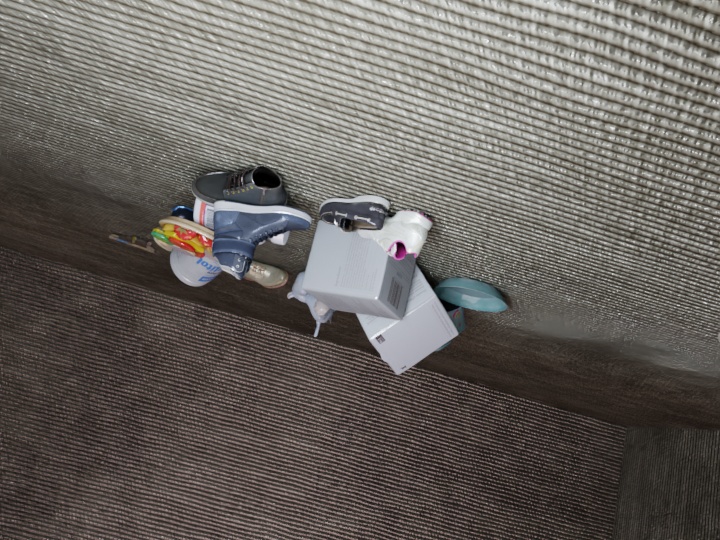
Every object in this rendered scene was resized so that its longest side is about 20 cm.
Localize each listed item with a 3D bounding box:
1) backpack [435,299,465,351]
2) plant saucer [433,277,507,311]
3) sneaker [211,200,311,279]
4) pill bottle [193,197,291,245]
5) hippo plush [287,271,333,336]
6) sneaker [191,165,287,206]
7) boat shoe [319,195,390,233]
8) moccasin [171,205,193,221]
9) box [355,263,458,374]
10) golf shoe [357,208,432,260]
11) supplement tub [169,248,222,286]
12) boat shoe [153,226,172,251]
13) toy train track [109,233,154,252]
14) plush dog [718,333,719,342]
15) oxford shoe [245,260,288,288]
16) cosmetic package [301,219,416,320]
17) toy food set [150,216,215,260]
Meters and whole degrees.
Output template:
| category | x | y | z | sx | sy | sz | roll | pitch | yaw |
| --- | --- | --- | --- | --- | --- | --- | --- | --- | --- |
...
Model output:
| category | x | y | z | sx | sy | sz | roll | pitch | yaw |
| --- | --- | --- | --- | --- | --- | --- | --- | --- | --- |
| backpack | 0.199 | 0.142 | 1.727 | 0.196 | 0.155 | 0.176 | -2 | -170 | 35 |
| plant saucer | 0.286 | 0.059 | 1.576 | 0.194 | 0.037 | 0.200 | 15 | 165 | 4 |
| sneaker | -0.197 | -0.054 | 1.204 | 0.196 | 0.151 | 0.077 | 3 | 165 | -4 |
| pill bottle | -0.248 | -0.120 | 1.308 | 0.194 | 0.114 | 0.112 | 15 | 166 | 1 |
| hippo plush | -0.133 | 0.070 | 1.927 | 0.161 | 0.159 | 0.201 | 43 | 154 | 12 |
| sneaker | -0.243 | -0.176 | 1.201 | 0.194 | 0.077 | 0.107 | 6 | 162 | -2 |
| boat shoe | -0.019 | -0.106 | 1.225 | 0.197 | 0.062 | 0.073 | 1 | 161 | 45 |
| moccasin | -0.421 | -0.106 | 1.633 | 0.197 | 0.070 | 0.080 | 23 | 164 | -29 |
| box | 0.114 | 0.124 | 1.535 | 0.200 | 0.197 | 0.132 | 53 | -175 | -47 |
| golf shoe | 0.056 | -0.069 | 1.226 | 0.074 | 0.094 | 0.197 | 23 | 165 | -36 |
| supplement tub | -0.375 | -0.059 | 1.513 | 0.130 | 0.135 | 0.198 | 24 | 139 | -33 |
| boat shoe | -0.526 | -0.086 | 1.828 | 0.064 | 0.074 | 0.198 | -10 | 155 | 41 |
| toy train track | -0.800 | -0.104 | 2.130 | 0.195 | 0.033 | 0.114 | 16 | 174 | 23 |
| plush dog | 0.828 | 0.171 | 1.219 | 0.160 | 0.204 | 0.169 | -38 | 146 | 30 |
| oxford shoe | -0.323 | 0.008 | 1.959 | 0.195 | 0.073 | 0.074 | 8 | 162 | 27 |
| cosmetic package | 0.000 | 0.000 | 1.388 | 0.195 | 0.171 | 0.167 | 7 | 164 | 26 |
| toy food set | -0.352 | -0.057 | 1.329 | 0.195 | 0.050 | 0.199 | 10 | 163 | 43 |
